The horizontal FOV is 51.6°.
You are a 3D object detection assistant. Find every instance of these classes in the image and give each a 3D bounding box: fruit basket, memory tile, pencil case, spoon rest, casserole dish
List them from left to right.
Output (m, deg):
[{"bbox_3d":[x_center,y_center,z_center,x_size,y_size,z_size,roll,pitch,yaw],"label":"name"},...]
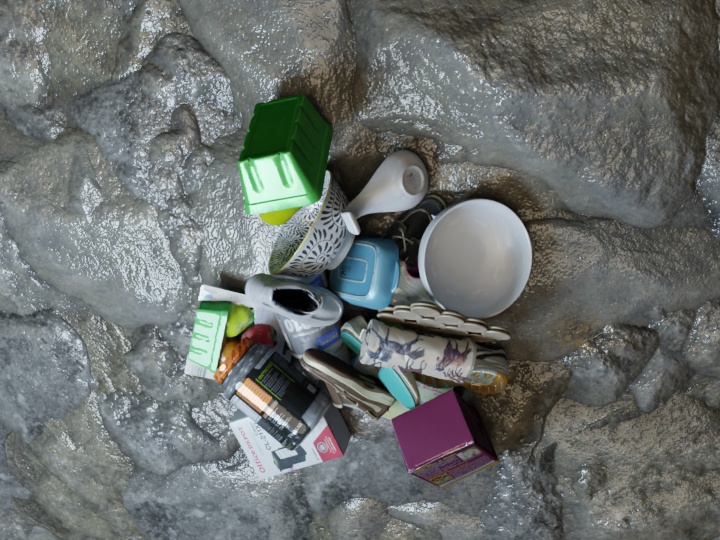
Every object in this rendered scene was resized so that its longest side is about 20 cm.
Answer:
[{"bbox_3d":[-0.228,0.132,1.445,0.197,0.094,0.188,10,106,-13],"label":"fruit basket"},{"bbox_3d":[-0.123,-0.160,1.251,0.153,0.216,0.218,-8,110,15],"label":"fruit basket"},{"bbox_3d":[0.000,0.000,1.288,0.038,0.199,0.123,10,90,-30],"label":"casserole dish"},{"bbox_3d":[0.039,-0.127,1.240,0.060,0.199,0.100,2,123,52],"label":"spoon rest"},{"bbox_3d":[0.095,0.137,1.274,0.197,0.089,0.079,11,94,-1],"label":"pencil case"},{"bbox_3d":[0.140,0.089,1.260,0.198,0.017,0.153,19,161,-27],"label":"memory tile"}]

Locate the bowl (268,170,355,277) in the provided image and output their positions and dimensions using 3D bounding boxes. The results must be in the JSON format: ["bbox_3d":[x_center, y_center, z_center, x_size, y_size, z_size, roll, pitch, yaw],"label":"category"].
[{"bbox_3d":[-0.070,-0.061,1.282,0.094,0.202,0.201,30,116,-19],"label":"bowl"}]

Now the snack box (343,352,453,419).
[{"bbox_3d":[0.066,0.226,1.416,0.198,0.037,0.117,19,115,-11],"label":"snack box"}]

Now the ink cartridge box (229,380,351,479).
[{"bbox_3d":[-0.140,0.318,1.494,0.198,0.083,0.147,-21,106,19],"label":"ink cartridge box"}]

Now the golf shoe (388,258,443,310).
[{"bbox_3d":[0.128,0.040,1.314,0.198,0.075,0.093,16,98,-23],"label":"golf shoe"}]

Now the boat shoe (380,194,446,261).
[{"bbox_3d":[0.075,-0.050,1.312,0.072,0.068,0.200,44,112,-6],"label":"boat shoe"}]

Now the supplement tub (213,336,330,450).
[{"bbox_3d":[-0.162,0.220,1.355,0.199,0.123,0.123,40,114,0],"label":"supplement tub"}]

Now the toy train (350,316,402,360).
[{"bbox_3d":[0.051,0.105,1.394,0.056,0.042,0.201,32,115,-13],"label":"toy train"}]

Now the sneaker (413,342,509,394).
[{"bbox_3d":[0.174,0.167,1.368,0.197,0.088,0.076,12,131,10],"label":"sneaker"}]

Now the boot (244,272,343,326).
[{"bbox_3d":[-0.092,0.059,1.243,0.198,0.095,0.075,16,91,-37],"label":"boot"}]

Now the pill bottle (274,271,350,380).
[{"bbox_3d":[-0.092,0.092,1.375,0.112,0.114,0.202,-14,111,17],"label":"pill bottle"}]

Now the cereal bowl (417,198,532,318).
[{"bbox_3d":[0.187,-0.021,1.271,0.197,0.083,0.203,-1,94,-13],"label":"cereal bowl"}]

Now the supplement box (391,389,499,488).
[{"bbox_3d":[0.156,0.310,1.352,0.130,0.200,0.104,-27,60,11],"label":"supplement box"}]

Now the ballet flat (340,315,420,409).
[{"bbox_3d":[0.049,0.158,1.336,0.200,0.062,0.068,46,147,7],"label":"ballet flat"}]

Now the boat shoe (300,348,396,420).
[{"bbox_3d":[-0.029,0.212,1.331,0.201,0.075,0.075,30,99,-21],"label":"boat shoe"}]
